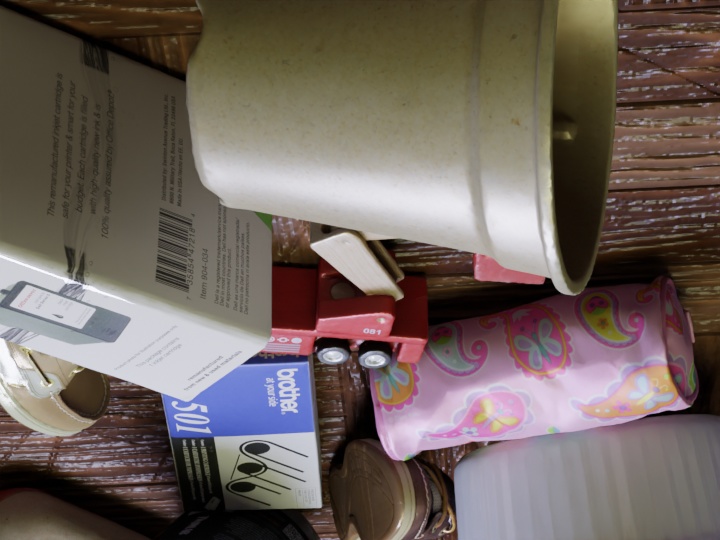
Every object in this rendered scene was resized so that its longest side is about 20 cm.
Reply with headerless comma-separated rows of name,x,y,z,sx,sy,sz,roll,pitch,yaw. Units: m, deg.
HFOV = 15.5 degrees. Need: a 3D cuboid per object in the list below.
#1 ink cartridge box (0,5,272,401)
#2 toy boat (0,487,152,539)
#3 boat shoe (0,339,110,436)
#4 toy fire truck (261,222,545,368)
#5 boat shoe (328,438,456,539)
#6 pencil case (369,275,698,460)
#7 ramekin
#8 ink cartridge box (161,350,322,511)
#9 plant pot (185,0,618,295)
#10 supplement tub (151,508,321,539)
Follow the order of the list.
ink cartridge box,-0.148,-0.037,1.378,0.199,0.146,0.084,21,143,-31
toy boat,-0.222,0.227,1.846,0.200,0.131,0.130,30,167,-39
boat shoe,-0.189,0.035,1.559,0.066,0.074,0.200,-7,148,20
toy fire truck,0.000,0.000,1.534,0.199,0.049,0.141,5,147,-8
boat shoe,0.029,0.144,1.716,0.072,0.072,0.200,-8,170,-11
pencil case,0.102,0.059,1.606,0.199,0.088,0.087,-12,146,18
ramekin,0.154,0.153,1.684,0.200,0.098,0.200,-8,171,-1
ink cartridge box,-0.074,0.090,1.676,0.094,0.044,0.200,-2,149,1
plant pot,0.020,-0.092,1.278,0.183,0.201,0.201,3,149,13
supplement tub,-0.101,0.226,1.735,0.122,0.123,0.200,-13,-173,18
